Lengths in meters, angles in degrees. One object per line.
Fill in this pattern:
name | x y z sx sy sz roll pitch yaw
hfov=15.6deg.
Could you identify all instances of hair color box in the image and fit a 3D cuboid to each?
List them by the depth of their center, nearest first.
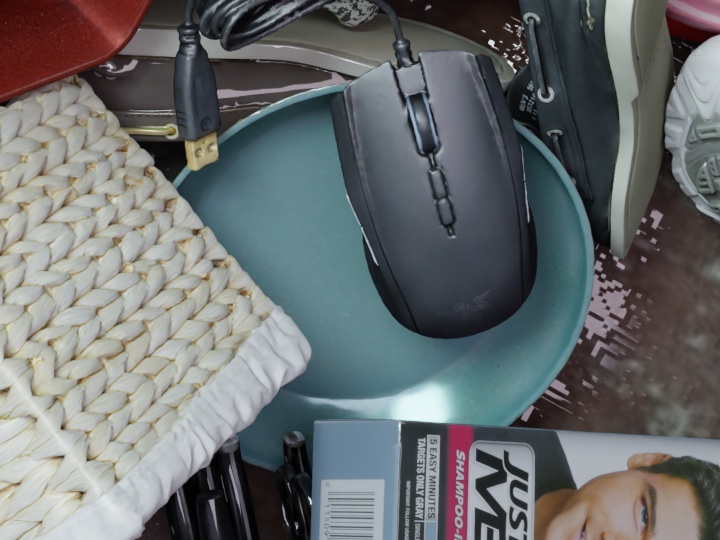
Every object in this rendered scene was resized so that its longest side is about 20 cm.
hair color box | 0.073 0.117 1.117 0.199 0.060 0.100 6 83 -40

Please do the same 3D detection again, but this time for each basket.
basket | -0.161 0.048 1.027 0.198 0.200 0.161 -34 94 26

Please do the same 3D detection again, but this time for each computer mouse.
computer mouse | 0.001 -0.041 1.054 0.139 0.046 0.201 -11 123 -3

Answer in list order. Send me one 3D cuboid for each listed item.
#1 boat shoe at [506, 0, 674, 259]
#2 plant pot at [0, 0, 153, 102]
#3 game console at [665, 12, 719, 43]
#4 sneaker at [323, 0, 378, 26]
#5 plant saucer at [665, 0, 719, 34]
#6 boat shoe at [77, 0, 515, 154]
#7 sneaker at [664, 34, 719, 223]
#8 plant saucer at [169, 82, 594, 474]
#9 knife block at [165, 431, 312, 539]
boat shoe | 0.093 -0.076 1.116 0.066 0.200 0.075 15 66 15
plant pot | -0.167 -0.183 0.942 0.176 0.199 0.200 44 128 14
game console | 0.150 -0.191 1.138 0.199 0.031 0.178 14 88 -12
sneaker | -0.071 -0.152 1.118 0.199 0.089 0.077 23 55 15
plant saucer | 0.174 -0.200 1.102 0.199 0.051 0.202 0 91 -11
boat shoe | -0.033 -0.079 1.136 0.199 0.072 0.060 4 113 -16
sneaker | 0.207 -0.046 1.164 0.100 0.078 0.200 -54 129 -18
plant saucer | 0.000 0.000 1.128 0.199 0.036 0.201 -4 122 -6
knife block | -0.044 0.177 1.132 0.175 0.064 0.201 33 88 -21
